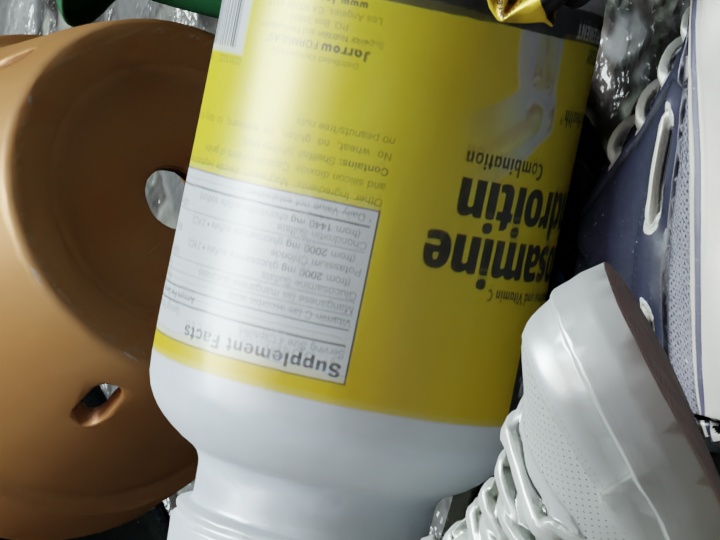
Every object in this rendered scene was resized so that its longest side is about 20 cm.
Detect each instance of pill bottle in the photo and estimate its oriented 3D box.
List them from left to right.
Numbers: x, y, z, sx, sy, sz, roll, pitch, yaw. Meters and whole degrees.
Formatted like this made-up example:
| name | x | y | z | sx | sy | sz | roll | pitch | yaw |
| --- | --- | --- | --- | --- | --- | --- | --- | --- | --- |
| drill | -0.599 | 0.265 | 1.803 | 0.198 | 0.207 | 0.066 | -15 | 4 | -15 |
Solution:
| name | x | y | z | sx | sy | sz | roll | pitch | yaw |
| --- | --- | --- | --- | --- | --- | --- | --- | --- | --- |
| pill bottle | 0.000 | 0.000 | 0.800 | 0.112 | 0.112 | 0.200 | 20 | 100 | 63 |

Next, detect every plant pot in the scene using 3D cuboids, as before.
| name | x | y | z | sx | sy | sz | roll | pitch | yaw |
| --- | --- | --- | --- | --- | --- | --- | --- | --- | --- |
| plant pot | -0.100 | -0.009 | 1.029 | 0.140 | 0.200 | 0.200 | -29 | 62 | 54 |

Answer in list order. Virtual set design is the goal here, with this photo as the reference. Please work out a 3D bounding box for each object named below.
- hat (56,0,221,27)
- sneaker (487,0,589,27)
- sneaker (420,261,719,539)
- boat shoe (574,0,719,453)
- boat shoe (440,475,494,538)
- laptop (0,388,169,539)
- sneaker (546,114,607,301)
| name | x | y | z | sx | sy | sz | roll | pitch | yaw |
| --- | --- | --- | --- | --- | --- | --- | --- | --- | --- |
| hat | -0.003 | -0.120 | 1.033 | 0.166 | 0.176 | 0.200 | -62 | -5 | 34 |
| sneaker | 0.056 | -0.109 | 0.735 | 0.090 | 0.070 | 0.200 | -69 | -16 | 7 |
| sneaker | 0.042 | 0.079 | 0.700 | 0.200 | 0.116 | 0.074 | 64 | -172 | -54 |
| boat shoe | 0.100 | -0.047 | 0.749 | 0.093 | 0.075 | 0.200 | 11 | 96 | 59 |
| boat shoe | 0.052 | 0.137 | 0.833 | 0.068 | 0.072 | 0.200 | 30 | 110 | 62 |
| laptop | -0.130 | 0.188 | 1.269 | 0.200 | 0.116 | 0.187 | -49 | 37 | 9 |
| sneaker | 0.020 | 0.023 | 0.910 | 0.112 | 0.073 | 0.200 | 60 | 139 | 47 |
